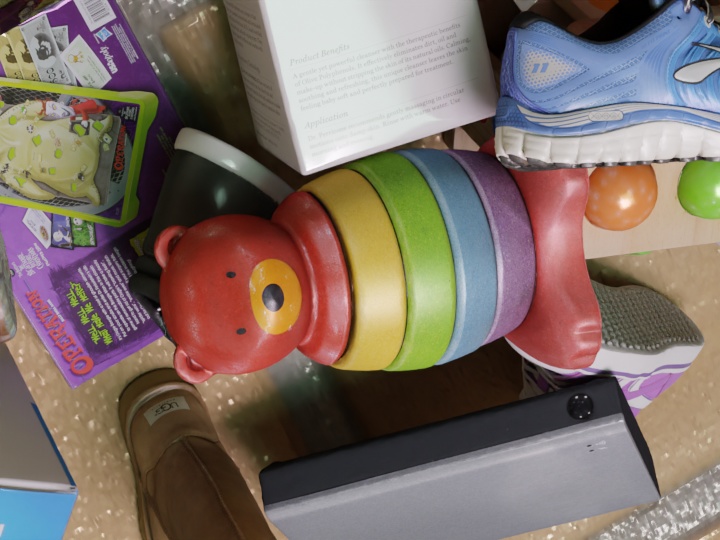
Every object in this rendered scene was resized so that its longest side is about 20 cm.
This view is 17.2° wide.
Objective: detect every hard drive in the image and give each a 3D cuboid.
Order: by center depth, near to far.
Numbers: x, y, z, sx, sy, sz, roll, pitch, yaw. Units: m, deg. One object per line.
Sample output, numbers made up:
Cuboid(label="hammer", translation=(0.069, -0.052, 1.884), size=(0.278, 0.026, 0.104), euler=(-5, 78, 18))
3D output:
Cuboid(label="hard drive", translation=(0.057, 0.117, 1.311), size=(0.198, 0.033, 0.140), euler=(-15, 155, 10))

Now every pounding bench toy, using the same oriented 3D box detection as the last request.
Cuboid(label="pounding bench toy", translation=(0.131, -0.061, 1.236), size=(0.123, 0.156, 0.202), euler=(-8, 121, -20))

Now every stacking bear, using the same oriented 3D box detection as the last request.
Cuboid(label="stacking bear", translation=(0.000, 0.000, 1.141), size=(0.198, 0.114, 0.123), euler=(-11, 101, -23))

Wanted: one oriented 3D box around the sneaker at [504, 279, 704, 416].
Cuboid(label="sneaker", translation=(0.113, 0.064, 1.320), size=(0.114, 0.073, 0.200), euler=(-49, 152, 16))

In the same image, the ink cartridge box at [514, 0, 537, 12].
Cuboid(label="ink cartridge box", translation=(0.136, -0.215, 1.138), size=(0.200, 0.160, 0.047), euler=(-45, 122, 12))

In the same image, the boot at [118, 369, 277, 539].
Cuboid(label="boot", translation=(-0.067, 0.167, 1.252), size=(0.066, 0.200, 0.176), euler=(-27, 126, -7))

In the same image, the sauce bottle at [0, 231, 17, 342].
Cuboid(label="sauce bottle", translation=(-0.268, 0.024, 1.157), size=(0.198, 0.065, 0.065), euler=(-13, 123, -3))

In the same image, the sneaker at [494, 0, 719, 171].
Cuboid(label="sneaker", translation=(0.156, -0.094, 1.096), size=(0.198, 0.078, 0.090), euler=(-4, 93, -21))

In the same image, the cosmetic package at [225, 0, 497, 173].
Cuboid(label="cosmetic package", translation=(-0.013, -0.160, 1.120), size=(0.107, 0.085, 0.202), euler=(-16, 107, -13))

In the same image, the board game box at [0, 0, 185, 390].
Cuboid(label="board game box", translation=(-0.141, -0.045, 1.204), size=(0.120, 0.032, 0.201), euler=(-32, 126, -8))

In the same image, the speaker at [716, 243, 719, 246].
Cuboid(label="speaker", translation=(0.258, -0.096, 1.319), size=(0.081, 0.081, 0.201), euler=(19, 109, -31))

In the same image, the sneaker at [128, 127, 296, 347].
Cuboid(label="sneaker", translation=(-0.042, 0.017, 1.223), size=(0.200, 0.071, 0.100), euler=(35, 81, -38))

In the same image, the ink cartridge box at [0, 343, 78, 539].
Cuboid(label="ink cartridge box", translation=(-0.224, 0.151, 1.206), size=(0.085, 0.147, 0.201), euler=(10, 114, -29))
